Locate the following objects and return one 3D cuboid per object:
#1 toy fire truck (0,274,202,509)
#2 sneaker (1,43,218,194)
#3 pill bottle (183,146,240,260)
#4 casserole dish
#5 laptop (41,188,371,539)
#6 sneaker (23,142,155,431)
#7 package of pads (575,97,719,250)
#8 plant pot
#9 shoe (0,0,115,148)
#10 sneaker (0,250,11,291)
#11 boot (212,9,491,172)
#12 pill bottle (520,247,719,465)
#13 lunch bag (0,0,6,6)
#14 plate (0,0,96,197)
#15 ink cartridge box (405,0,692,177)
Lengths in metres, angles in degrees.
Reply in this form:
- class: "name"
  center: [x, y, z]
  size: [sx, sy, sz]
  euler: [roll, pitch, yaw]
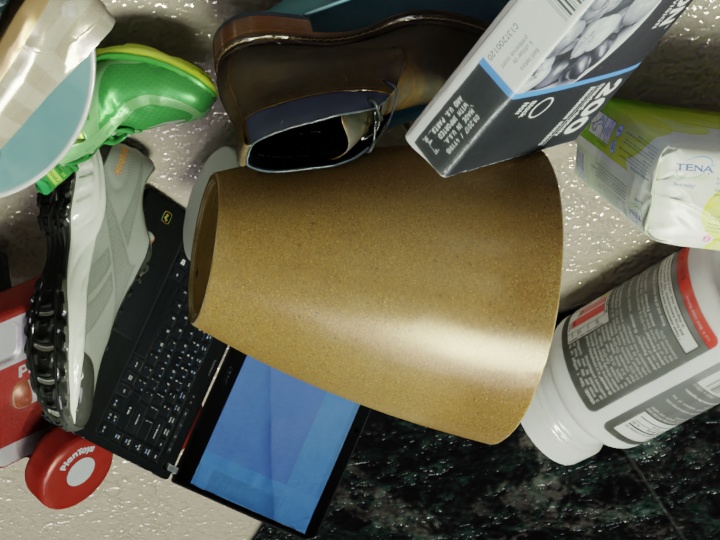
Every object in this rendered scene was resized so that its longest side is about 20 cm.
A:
- class: "toy fire truck"
  center: [-0.199, 0.062, 1.251]
  size: [0.199, 0.112, 0.169]
  euler: [-25, 139, -36]
- class: "sneaker"
  center: [-0.183, -0.090, 1.086]
  size: [0.198, 0.084, 0.074]
  euler: [-8, 163, 10]
- class: "pill bottle"
  center: [-0.017, -0.018, 1.188]
  size: [0.199, 0.112, 0.111]
  euler: [17, 138, -27]
- class: "casserole dish"
  center: [0.018, -0.146, 1.082]
  size: [0.198, 0.039, 0.121]
  euler: [-18, 141, 15]
- class: "laptop"
  center: [-0.093, 0.069, 1.221]
  size: [0.103, 0.179, 0.200]
  euler: [10, 162, 46]
- class: "sneaker"
  center: [-0.176, 0.008, 1.151]
  size: [0.079, 0.202, 0.074]
  euler: [9, 176, -33]
- class: "package of pads"
  center: [0.256, -0.058, 1.128]
  size: [0.198, 0.155, 0.069]
  euler: [5, 107, -14]
- class: "plant pot"
  center: [0.000, 0.000, 1.052]
  size: [0.198, 0.188, 0.187]
  euler: [9, 141, -14]
- class: "shoe"
  center: [-0.213, -0.087, 0.980]
  size: [0.053, 0.070, 0.200]
  euler: [29, 114, -28]
- class: "sneaker"
  center: [-0.348, 0.008, 1.232]
  size: [0.198, 0.081, 0.086]
  euler: [9, 165, -21]
- class: "boot"
  center: [0.011, -0.099, 1.030]
  size: [0.198, 0.098, 0.075]
  euler: [-1, 142, -6]
- class: "pill bottle"
  center: [0.219, 0.067, 1.326]
  size: [0.199, 0.117, 0.115]
  euler: [-33, 135, 33]
- class: "lunch bag"
  center: [-0.313, -0.132, 0.943]
  size: [0.169, 0.127, 0.200]
  euler: [34, 111, -20]
- class: "plate"
  center: [-0.249, -0.137, 1.019]
  size: [0.198, 0.026, 0.202]
  euler: [5, 116, 10]
- class: "ink cartridge box"
  center: [0.144, -0.146, 0.990]
  size: [0.199, 0.043, 0.198]
  euler: [-22, 158, -49]
